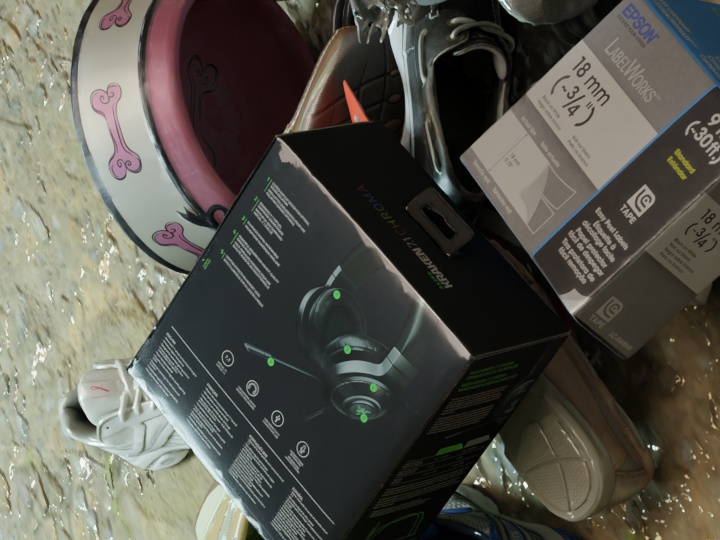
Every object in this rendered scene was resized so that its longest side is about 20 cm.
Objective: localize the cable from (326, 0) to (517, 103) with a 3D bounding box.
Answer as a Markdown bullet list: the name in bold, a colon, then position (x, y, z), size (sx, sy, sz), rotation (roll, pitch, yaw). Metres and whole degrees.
- **cable**: position (0.033, -0.124, 1.824), size (0.200, 0.051, 0.163), rotation (-61, 41, 24)

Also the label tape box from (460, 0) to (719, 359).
- **label tape box**: position (0.166, -0.074, 1.544), size (0.200, 0.063, 0.144), rotation (-44, 45, 10)

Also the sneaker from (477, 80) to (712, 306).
- **sneaker**: position (0.137, -0.054, 1.641), size (0.200, 0.072, 0.115), rotation (31, 104, 54)

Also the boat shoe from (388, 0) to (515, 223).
- **boat shoe**: position (0.062, -0.116, 1.710), size (0.071, 0.072, 0.201), rotation (-34, 52, 54)

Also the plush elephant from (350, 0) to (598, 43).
- **plush elephant**: position (0.059, -0.215, 1.639), size (0.165, 0.154, 0.200), rotation (77, -178, -46)

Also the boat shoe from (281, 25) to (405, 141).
- **boat shoe**: position (-0.031, -0.061, 1.815), size (0.072, 0.076, 0.201), rotation (39, 118, 47)

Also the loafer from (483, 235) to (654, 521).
- **loafer**: position (0.091, 0.049, 1.638), size (0.200, 0.063, 0.072), rotation (58, 133, 20)

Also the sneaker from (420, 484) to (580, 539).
- **sneaker**: position (0.045, 0.161, 1.706), size (0.200, 0.085, 0.077), rotation (3, 84, 56)

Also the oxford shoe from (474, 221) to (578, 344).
- **oxford shoe**: position (0.077, 0.041, 1.724), size (0.074, 0.071, 0.200), rotation (99, 156, -47)

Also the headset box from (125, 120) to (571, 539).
- **headset box**: position (-0.007, 0.040, 1.611), size (0.174, 0.093, 0.200), rotation (48, 124, 23)

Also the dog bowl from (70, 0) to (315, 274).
- **dog bowl**: position (-0.095, -0.102, 1.895), size (0.074, 0.200, 0.201), rotation (-16, 68, 34)

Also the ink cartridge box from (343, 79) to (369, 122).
- **ink cartridge box**: position (0.000, 0.000, 1.736), size (0.109, 0.050, 0.201), rotation (-117, 12, -69)

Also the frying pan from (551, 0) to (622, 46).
- **frying pan**: position (0.140, -0.205, 1.707), size (0.115, 0.031, 0.190), rotation (-51, 34, 29)

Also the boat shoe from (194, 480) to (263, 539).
- **boat shoe**: position (-0.044, 0.128, 1.860), size (0.076, 0.071, 0.200), rotation (-114, 35, -44)

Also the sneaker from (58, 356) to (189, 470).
- **sneaker**: position (-0.135, 0.086, 1.974), size (0.200, 0.099, 0.078), rotation (-32, 57, 48)
